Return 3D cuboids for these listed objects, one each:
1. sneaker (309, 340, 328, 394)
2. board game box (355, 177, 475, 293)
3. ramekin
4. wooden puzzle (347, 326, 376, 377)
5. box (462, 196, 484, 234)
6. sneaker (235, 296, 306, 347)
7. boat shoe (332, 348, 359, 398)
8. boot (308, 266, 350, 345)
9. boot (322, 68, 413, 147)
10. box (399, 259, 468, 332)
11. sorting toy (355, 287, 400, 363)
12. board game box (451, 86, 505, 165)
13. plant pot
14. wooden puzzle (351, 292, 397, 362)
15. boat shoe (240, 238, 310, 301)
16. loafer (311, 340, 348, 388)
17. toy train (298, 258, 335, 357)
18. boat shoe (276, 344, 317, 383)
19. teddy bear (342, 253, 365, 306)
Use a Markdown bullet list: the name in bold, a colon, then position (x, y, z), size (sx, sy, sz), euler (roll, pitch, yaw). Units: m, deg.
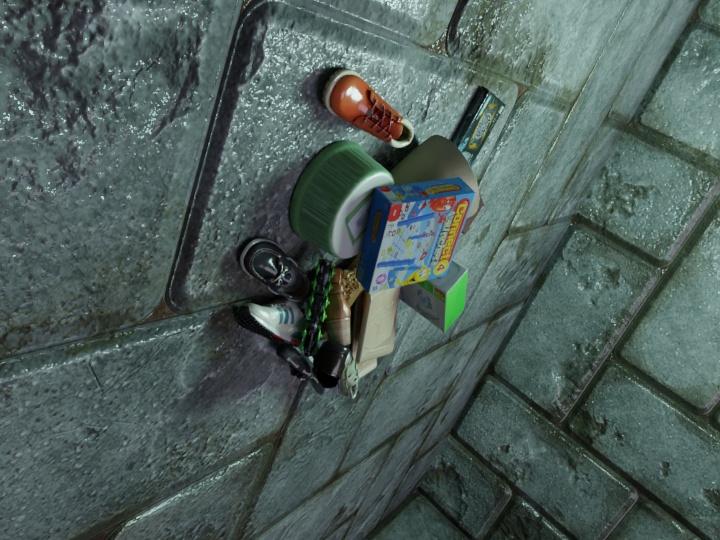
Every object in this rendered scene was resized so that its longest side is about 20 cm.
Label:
- **sneaker**: position (-0.082, 0.225, 1.374), size (0.070, 0.073, 0.203), euler (-30, 145, -35)
- **board game box**: position (0.101, -0.066, 1.061), size (0.192, 0.056, 0.203), euler (-12, 134, -29)
- **ramekin**: position (-0.025, -0.121, 1.022), size (0.199, 0.097, 0.202), euler (-40, 151, -28)
- **wooden puzzle**: position (-0.001, 0.209, 1.531), size (0.184, 0.046, 0.203), euler (-25, 137, -47)
- **box**: position (0.260, -0.167, 1.461), size (0.101, 0.074, 0.200), euler (-56, 163, 6)
- **sneaker**: position (-0.165, 0.081, 1.085), size (0.200, 0.069, 0.095), euler (42, 58, -56)
- **boat shoe**: position (-0.031, 0.249, 1.368), size (0.202, 0.061, 0.073), euler (94, 18, -56)
- **boot**: position (-0.072, 0.069, 1.187), size (0.072, 0.199, 0.159), euler (-7, 92, -28)
- **boot**: position (0.019, -0.262, 0.925), size (0.076, 0.107, 0.199), euler (-58, 153, 13)
- **box**: position (0.185, 0.034, 1.480), size (0.097, 0.175, 0.201), euler (-44, 153, -21)
- **sorting toy**: position (0.041, 0.105, 1.359), size (0.199, 0.036, 0.189), euler (-34, 138, -58)
- **board game box**: position (0.272, -0.330, 1.360), size (0.134, 0.028, 0.203), euler (1, 121, -60)
- **plant pot**: position (0.110, -0.150, 1.163), size (0.198, 0.188, 0.189), euler (-30, 148, -16)
- **wooden puzzle**: position (0.034, 0.137, 1.455), size (0.183, 0.037, 0.205), euler (-6, 109, -52)
- **boat shoe**: position (-0.147, 0.006, 1.011), size (0.074, 0.060, 0.200), euler (-50, 154, -7)
- **loafer**: position (-0.071, 0.203, 1.143), size (0.201, 0.071, 0.073), euler (103, 4, -65)
- **toy train**: position (-0.083, 0.070, 1.086), size (0.057, 0.041, 0.204), euler (-94, -164, -72)
- **boat shoe**: position (-0.132, 0.208, 1.249), size (0.061, 0.073, 0.201), euler (-49, 152, -18)
- **teddy bear**: position (0.000, 0.000, 1.269), size (0.201, 0.066, 0.146), euler (-51, 164, -22)
